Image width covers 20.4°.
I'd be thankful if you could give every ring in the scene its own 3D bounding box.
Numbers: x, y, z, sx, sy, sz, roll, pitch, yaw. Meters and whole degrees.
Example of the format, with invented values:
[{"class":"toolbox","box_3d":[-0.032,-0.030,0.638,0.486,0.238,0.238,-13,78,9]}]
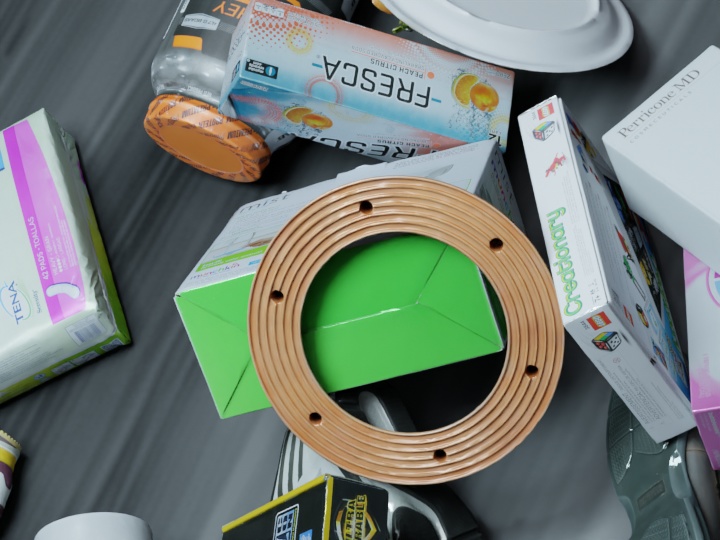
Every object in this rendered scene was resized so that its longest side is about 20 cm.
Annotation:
[{"class":"ring","box_3d":[0.028,0.037,1.233,0.198,0.019,0.202,3,108,9]}]

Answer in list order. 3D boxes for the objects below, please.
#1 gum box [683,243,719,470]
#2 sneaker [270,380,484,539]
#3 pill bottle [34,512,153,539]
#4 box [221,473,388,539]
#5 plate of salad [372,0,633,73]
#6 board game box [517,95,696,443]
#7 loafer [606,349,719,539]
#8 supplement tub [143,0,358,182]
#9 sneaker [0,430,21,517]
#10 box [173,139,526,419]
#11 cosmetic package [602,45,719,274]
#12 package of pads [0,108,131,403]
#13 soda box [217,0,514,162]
[{"class":"gum box","box_3d":[0.265,0.027,1.251,0.112,0.066,0.201,-11,48,18]},{"class":"sneaker","box_3d":[0.011,0.177,1.321,0.115,0.075,0.202,-37,73,46]},{"class":"pill bottle","box_3d":[-0.169,0.268,1.314,0.110,0.111,0.202,-16,61,15]},{"class":"box","box_3d":[-0.044,0.242,1.232,0.159,0.049,0.202,-31,49,55]},{"class":"plate of salad","box_3d":[0.096,-0.187,1.417,0.198,0.048,0.201,12,34,-8]},{"class":"board game box","box_3d":[0.156,-0.004,1.268,0.034,0.126,0.201,-27,38,18]},{"class":"loafer","box_3d":[0.201,0.135,1.263,0.072,0.063,0.201,-36,39,36]},{"class":"supplement tub","box_3d":[-0.078,-0.175,1.487,0.122,0.123,0.201,14,72,27]},{"class":"sneaker","box_3d":[-0.349,0.152,1.467,0.198,0.075,0.091,0,60,24]},{"class":"box","box_3d":[0.000,0.000,1.331,0.198,0.097,0.177,-15,16,15]},{"class":"cosmetic package","box_3d":[0.252,-0.046,1.223,0.101,0.071,0.200,-40,44,-9]},{"class":"package of pads","box_3d":[-0.273,-0.004,1.516,0.154,0.068,0.201,-26,58,9]},{"class":"soda box","box_3d":[0.005,-0.124,1.400,0.198,0.064,0.069,15,66,-13]}]
